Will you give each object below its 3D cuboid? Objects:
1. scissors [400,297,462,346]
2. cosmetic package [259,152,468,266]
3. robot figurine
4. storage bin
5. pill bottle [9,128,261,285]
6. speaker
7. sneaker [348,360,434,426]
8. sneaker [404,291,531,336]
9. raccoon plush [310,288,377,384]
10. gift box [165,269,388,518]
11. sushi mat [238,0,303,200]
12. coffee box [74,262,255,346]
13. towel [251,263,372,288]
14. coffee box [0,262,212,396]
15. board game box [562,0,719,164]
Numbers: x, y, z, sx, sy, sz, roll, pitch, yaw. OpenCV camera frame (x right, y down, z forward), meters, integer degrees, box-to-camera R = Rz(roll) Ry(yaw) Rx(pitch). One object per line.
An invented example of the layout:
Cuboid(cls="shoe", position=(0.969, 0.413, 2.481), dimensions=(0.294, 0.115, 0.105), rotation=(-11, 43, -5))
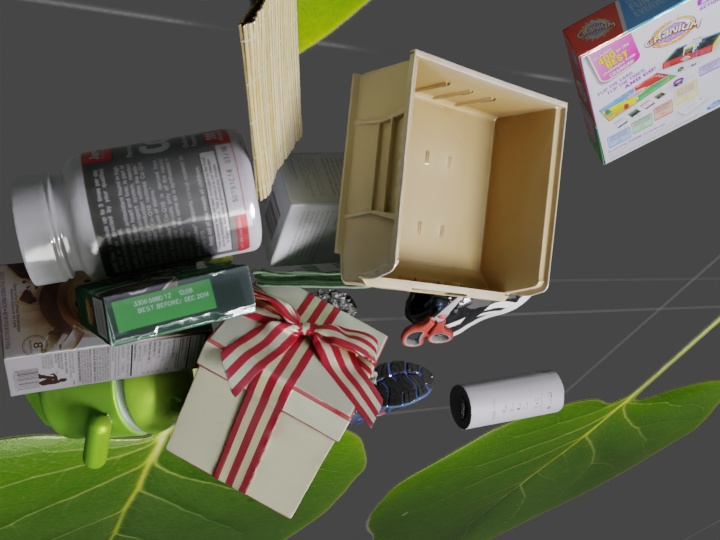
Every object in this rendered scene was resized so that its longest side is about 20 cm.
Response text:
Cuboid(cls="scissors", position=(0.094, 0.062, 1.046), dimensions=(0.073, 0.014, 0.200), rotation=(-1, 157, -3))
Cuboid(cls="cosmetic package", position=(0.000, -0.066, 0.858), dimensions=(0.199, 0.072, 0.102), rotation=(-3, 145, -25))
Cuboid(cls="robot figurine", position=(-0.280, 0.131, 0.929), dimensions=(0.199, 0.176, 0.116), rotation=(-7, 123, 16))
Cuboid(cls="storage bin", position=(0.087, -0.077, 0.766), dimensions=(0.199, 0.200, 0.093), rotation=(7, 178, -38))
Cuboid(cls="pill bottle", position=(-0.196, -0.055, 0.723), dimensions=(0.199, 0.114, 0.114), rotation=(-12, 148, -13))
Cuboid(cls="speaker", position=(0.261, 0.229, 1.451), dimensions=(0.199, 0.082, 0.081), rotation=(-6, 146, -22))
Cuboid(cls="sneaker", position=(0.023, 0.198, 1.291), dimensions=(0.199, 0.076, 0.078), rotation=(-18, 158, 11))
Cuboid(cls="sneaker", position=(0.145, 0.025, 1.077), dimensions=(0.200, 0.073, 0.112), rotation=(-38, 146, 29))
Cuboid(cls="raccoon plush", position=(-0.039, 0.120, 1.059), dimensions=(0.096, 0.135, 0.200), rotation=(-10, 147, -18))
Cuboid(cls="gift box", position=(-0.081, 0.130, 0.864), dimensions=(0.184, 0.200, 0.187), rotation=(26, 119, -3))
Cuboid(cls="sushi mat", position=(-0.071, -0.153, 0.680), dimensions=(0.012, 0.096, 0.200), rotation=(17, 147, 9))
Cuboid(cls="coffee box", position=(-0.181, 0.024, 0.723), dimensions=(0.122, 0.044, 0.200), rotation=(-13, -174, -23))
Cuboid(cls="towel", position=(0.000, 0.000, 0.884), dimensions=(0.152, 0.024, 0.200), rotation=(1, -176, 34))
Cuboid(cls="coffee box", position=(-0.264, 0.049, 0.844), dimensions=(0.199, 0.113, 0.080), rotation=(-7, 146, -22))
Cuboid(cls="board game box", position=(0.301, -0.209, 0.842), dimensions=(0.152, 0.040, 0.200), rotation=(-26, 148, 10))
